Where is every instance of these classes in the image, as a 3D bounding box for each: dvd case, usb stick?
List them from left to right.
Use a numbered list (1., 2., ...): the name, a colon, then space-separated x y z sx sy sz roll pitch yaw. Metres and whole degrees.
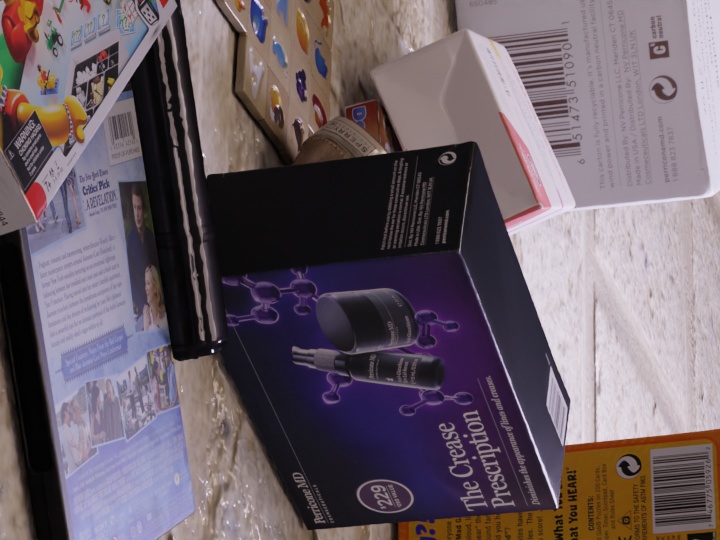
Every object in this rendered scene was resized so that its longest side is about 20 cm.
1. dvd case: -0.115 0.024 1.120 0.143 0.017 0.201 -28 112 -71
2. usb stick: -0.088 -0.058 1.202 0.055 0.032 0.201 -134 -143 -85

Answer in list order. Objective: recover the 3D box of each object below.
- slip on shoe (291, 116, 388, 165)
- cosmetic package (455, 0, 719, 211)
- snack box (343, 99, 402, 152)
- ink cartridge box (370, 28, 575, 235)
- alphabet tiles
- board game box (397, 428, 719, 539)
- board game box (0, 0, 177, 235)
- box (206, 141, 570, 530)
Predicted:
1. slip on shoe: 0.000 0.000 1.443 0.061 0.076 0.200 -44 149 -18
2. cosmetic package: 0.175 -0.133 1.868 0.200 0.164 0.166 -28 111 -72
3. snack box: 0.032 -0.031 1.605 0.200 0.024 0.072 48 36 -63
4. ink cartridge box: 0.073 -0.077 1.619 0.117 0.067 0.200 67 11 4
5. alphabet tiles: -0.044 -0.160 1.440 0.166 0.006 0.201 54 33 -59
6. board game box: 0.143 0.228 1.575 0.200 0.199 0.201 51 36 -62
7. board game box: -0.137 -0.114 1.038 0.127 0.034 0.200 64 23 -23
8. box: 0.013 0.037 1.323 0.200 0.141 0.079 66 26 -44
